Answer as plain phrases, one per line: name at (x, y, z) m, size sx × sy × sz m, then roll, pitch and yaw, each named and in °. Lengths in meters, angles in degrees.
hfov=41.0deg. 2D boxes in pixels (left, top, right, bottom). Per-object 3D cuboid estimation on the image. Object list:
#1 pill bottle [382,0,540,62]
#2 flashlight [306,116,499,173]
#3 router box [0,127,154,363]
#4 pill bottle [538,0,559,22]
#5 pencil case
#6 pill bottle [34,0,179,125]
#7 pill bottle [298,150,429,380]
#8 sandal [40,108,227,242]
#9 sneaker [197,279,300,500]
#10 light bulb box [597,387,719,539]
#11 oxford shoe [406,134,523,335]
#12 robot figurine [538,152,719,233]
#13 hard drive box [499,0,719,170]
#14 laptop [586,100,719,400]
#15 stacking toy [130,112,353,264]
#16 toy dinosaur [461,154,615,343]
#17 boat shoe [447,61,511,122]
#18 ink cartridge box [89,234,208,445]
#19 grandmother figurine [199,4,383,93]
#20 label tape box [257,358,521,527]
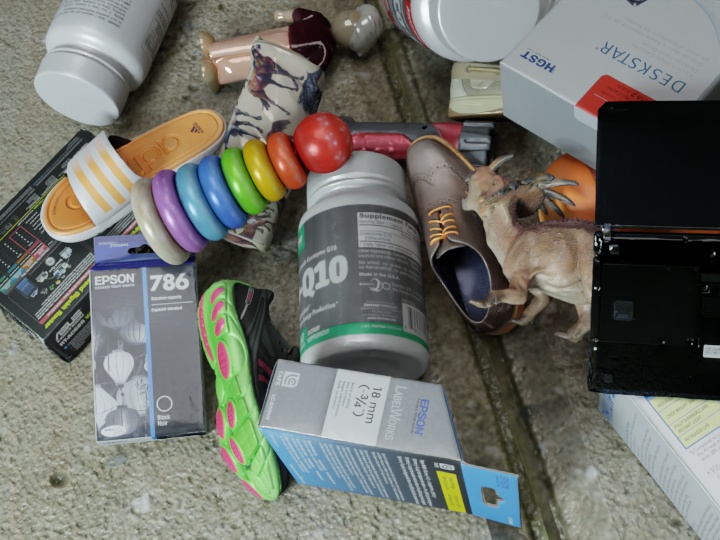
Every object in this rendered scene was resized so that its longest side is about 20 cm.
pill bottle at (0.095, -0.267, 0.943) m, size 0.114 × 0.114 × 0.200 m, roll -23°, pitch 24°, yaw -1°
flashlight at (0.035, -0.117, 0.960) m, size 0.200 × 0.068 × 0.068 m, roll 2°, pitch 107°, yaw 16°
router box at (-0.286, -0.029, 0.975) m, size 0.150 × 0.062 × 0.200 m, roll 33°, pitch 73°, yaw 24°
pill bottle at (0.259, -0.233, 0.945) m, size 0.200 × 0.114 × 0.114 m, roll 26°, pitch 71°, yaw 22°
pencil case at (-0.100, -0.124, 0.941) m, size 0.089 × 0.078 × 0.200 m, roll 20°, pitch 93°, yaw 16°
pill bottle at (-0.278, -0.269, 1.069) m, size 0.113 × 0.113 × 0.200 m, roll 9°, pitch 65°, yaw 16°
pill bottle at (0.000, 0.000, 0.876) m, size 0.113 × 0.113 × 0.200 m, roll -7°, pitch 61°, yaw 8°
sandal at (-0.226, -0.111, 0.935) m, size 0.207 × 0.059 × 0.079 m, roll -37°, pitch 62°, yaw -15°
sneaker at (-0.086, 0.102, 0.857) m, size 0.084 × 0.077 × 0.200 m, roll -3°, pitch 75°, yaw -33°
light bulb box at (0.322, 0.112, 0.747) m, size 0.198 × 0.125 × 0.200 m, roll -31°, pitch 61°, yaw -5°
oxford shoe at (0.088, -0.039, 0.872) m, size 0.071 × 0.073 × 0.200 m, roll -30°, pitch 74°, yaw 21°
robot figurine at (0.246, -0.068, 0.861) m, size 0.200 × 0.144 × 0.117 m, roll -18°, pitch 30°, yaw 2°
hard drive box at (0.241, -0.182, 0.813) m, size 0.156 × 0.077 × 0.200 m, roll 36°, pitch 74°, yaw 25°
laptop at (0.259, -0.015, 0.705) m, size 0.177 × 0.200 × 0.103 m, roll 2°, pitch 21°, yaw 14°
stacking toy at (-0.099, -0.081, 0.861) m, size 0.200 × 0.085 × 0.085 m, roll -24°, pitch 61°, yaw 8°
toy dinosaur at (0.170, -0.015, 0.790) m, size 0.200 × 0.086 × 0.136 m, roll 18°, pitch 86°, yaw 7°
boat shoe at (0.180, -0.178, 0.917) m, size 0.200 × 0.072 × 0.065 m, roll 1°, pitch 89°, yaw 26°
ink cartridge box at (-0.197, 0.056, 0.889) m, size 0.099 × 0.039 × 0.200 m, roll -5°, pitch 76°, yaw -8°
grandmother figurine at (-0.073, -0.244, 1.049) m, size 0.200 × 0.061 × 0.121 m, roll -13°, pitch 70°, yaw 7°
label tape box at (0.034, 0.141, 0.779) m, size 0.200 × 0.144 × 0.063 m, roll 7°, pitch 63°, yaw 14°
